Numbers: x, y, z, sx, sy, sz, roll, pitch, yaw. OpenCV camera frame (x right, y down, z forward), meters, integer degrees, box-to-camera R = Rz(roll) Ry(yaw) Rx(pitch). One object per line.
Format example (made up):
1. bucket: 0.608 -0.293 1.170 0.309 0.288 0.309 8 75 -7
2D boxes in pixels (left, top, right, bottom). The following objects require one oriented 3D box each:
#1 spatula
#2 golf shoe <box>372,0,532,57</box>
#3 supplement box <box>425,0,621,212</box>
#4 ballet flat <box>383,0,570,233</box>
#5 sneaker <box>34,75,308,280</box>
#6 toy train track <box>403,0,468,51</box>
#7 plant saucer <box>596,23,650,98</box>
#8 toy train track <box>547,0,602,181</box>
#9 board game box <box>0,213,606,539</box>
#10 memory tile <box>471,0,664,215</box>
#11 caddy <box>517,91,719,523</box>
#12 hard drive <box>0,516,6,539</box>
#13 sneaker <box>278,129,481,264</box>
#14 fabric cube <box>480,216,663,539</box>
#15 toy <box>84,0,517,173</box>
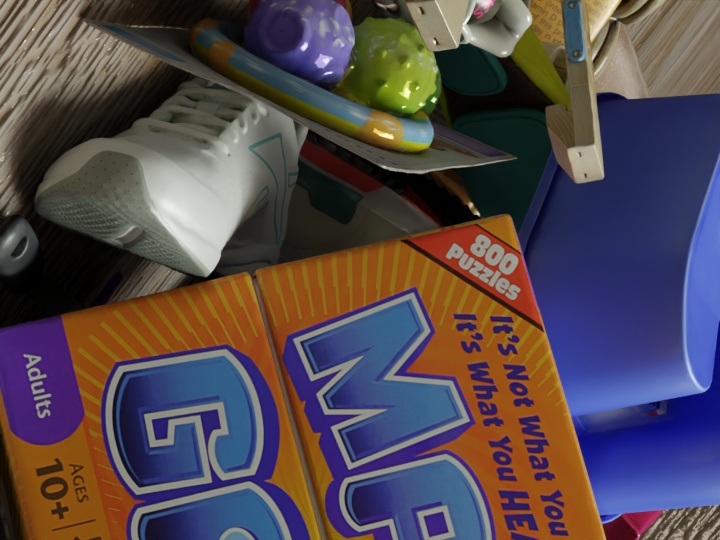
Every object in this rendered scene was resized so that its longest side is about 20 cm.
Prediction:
1. spatula: -0.119 0.009 0.993 0.057 0.021 0.200 -56 169 -8
2. golf shoe: 0.018 -0.130 0.939 0.077 0.088 0.200 -51 168 5
3. supplement box: 0.063 -0.109 1.202 0.200 0.069 0.067 -56 -162 13
4. ballet flat: 0.063 -0.089 1.135 0.200 0.067 0.067 58 46 -40
5. sneaker: -0.066 -0.040 0.974 0.200 0.070 0.080 17 95 -81
6. toy train track: 0.031 -0.155 0.881 0.115 0.032 0.200 61 32 -46
7. plant saucer: 0.125 -0.050 1.344 0.037 0.201 0.200 -13 180 17
8. toy train track: 0.073 -0.123 1.059 0.115 0.032 0.200 67 17 -55
9. board game box: -0.027 0.118 1.004 0.200 0.200 0.200 -13 167 -11
10. memory tile: 0.091 -0.111 1.264 0.200 0.017 0.153 -50 -160 26
11. caddy: 0.119 0.012 1.090 0.141 0.105 0.200 61 37 -34
12. hard drive: -0.104 0.082 1.241 0.135 0.042 0.200 -58 168 31
13. sneaker: 0.000 0.000 1.148 0.093 0.070 0.200 -45 130 11
14. fabric cube: 0.059 0.080 1.406 0.196 0.200 0.199 -40 176 32
15. toy: -0.008 -0.078 0.943 0.047 0.115 0.200 -66 167 6
